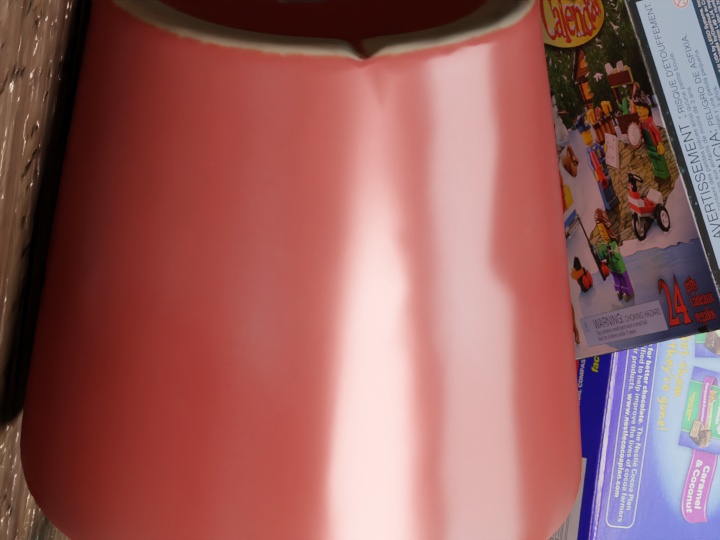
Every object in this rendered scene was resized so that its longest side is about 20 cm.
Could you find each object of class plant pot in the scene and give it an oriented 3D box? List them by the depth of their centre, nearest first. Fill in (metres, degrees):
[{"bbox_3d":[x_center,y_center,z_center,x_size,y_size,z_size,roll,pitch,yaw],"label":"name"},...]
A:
[{"bbox_3d":[-0.018,-0.015,0.913,0.200,0.200,0.178,-58,153,-62],"label":"plant pot"}]

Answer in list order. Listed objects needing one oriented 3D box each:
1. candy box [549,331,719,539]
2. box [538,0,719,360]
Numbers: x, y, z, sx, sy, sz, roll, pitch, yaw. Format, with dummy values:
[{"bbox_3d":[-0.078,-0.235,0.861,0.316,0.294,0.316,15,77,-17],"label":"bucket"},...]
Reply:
[{"bbox_3d":[0.155,0.042,1.115,0.077,0.200,0.170,6,-92,55],"label":"candy box"},{"bbox_3d":[0.077,-0.040,0.949,0.200,0.038,0.137,-21,-93,70],"label":"box"}]
